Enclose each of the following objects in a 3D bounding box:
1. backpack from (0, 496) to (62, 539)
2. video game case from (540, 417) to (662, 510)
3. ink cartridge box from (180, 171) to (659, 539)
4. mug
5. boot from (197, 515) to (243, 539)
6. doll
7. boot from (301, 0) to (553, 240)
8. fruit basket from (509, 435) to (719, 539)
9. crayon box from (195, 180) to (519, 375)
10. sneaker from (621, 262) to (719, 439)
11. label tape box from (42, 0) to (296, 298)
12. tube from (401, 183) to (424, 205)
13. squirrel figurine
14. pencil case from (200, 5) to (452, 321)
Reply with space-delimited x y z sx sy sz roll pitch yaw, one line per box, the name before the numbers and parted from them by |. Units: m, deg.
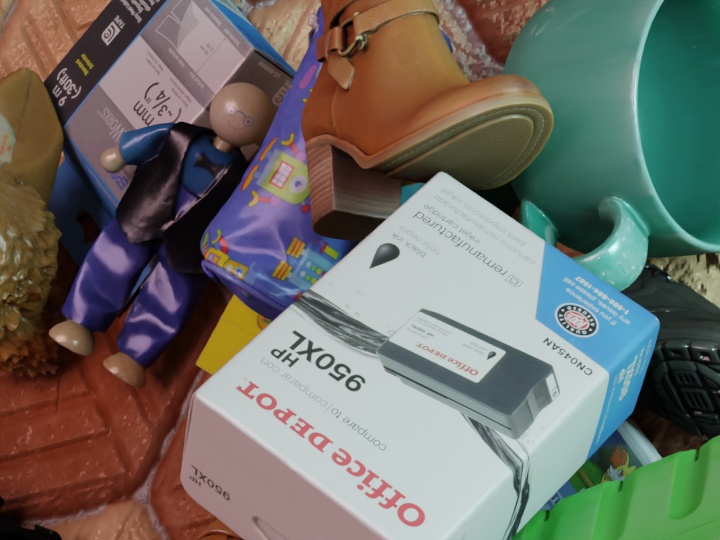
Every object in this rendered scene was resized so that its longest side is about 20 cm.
backpack | -0.299 0.208 1.578 0.176 0.200 0.153 32 107 42
video game case | 0.125 0.203 1.357 0.182 0.022 0.200 -45 47 12
ink cartridge box | 0.029 0.066 1.274 0.145 0.084 0.200 35 55 18
mug | 0.135 -0.078 1.379 0.114 0.185 0.152 -2 104 42
boot | -0.085 0.168 1.408 0.074 0.200 0.155 -34 28 44
doll | -0.110 -0.027 1.609 0.136 0.048 0.200 30 100 6
boot | 0.027 -0.115 1.375 0.200 0.074 0.155 -23 61 51
fruit basket | 0.152 0.202 1.231 0.216 0.156 0.216 -29 35 23
crayon box | 0.000 0.000 1.538 0.127 0.051 0.200 30 88 43
sneaker | 0.162 0.035 1.375 0.200 0.076 0.091 6 46 28
label tape box | -0.146 -0.093 1.695 0.200 0.063 0.144 -49 46 8
tube | 0.045 0.051 1.423 0.050 0.077 0.200 -10 67 6
squirrel figurine | -0.274 -0.013 1.694 0.200 0.142 0.187 58 134 25
pencil case | -0.023 -0.068 1.500 0.087 0.078 0.200 25 84 14
